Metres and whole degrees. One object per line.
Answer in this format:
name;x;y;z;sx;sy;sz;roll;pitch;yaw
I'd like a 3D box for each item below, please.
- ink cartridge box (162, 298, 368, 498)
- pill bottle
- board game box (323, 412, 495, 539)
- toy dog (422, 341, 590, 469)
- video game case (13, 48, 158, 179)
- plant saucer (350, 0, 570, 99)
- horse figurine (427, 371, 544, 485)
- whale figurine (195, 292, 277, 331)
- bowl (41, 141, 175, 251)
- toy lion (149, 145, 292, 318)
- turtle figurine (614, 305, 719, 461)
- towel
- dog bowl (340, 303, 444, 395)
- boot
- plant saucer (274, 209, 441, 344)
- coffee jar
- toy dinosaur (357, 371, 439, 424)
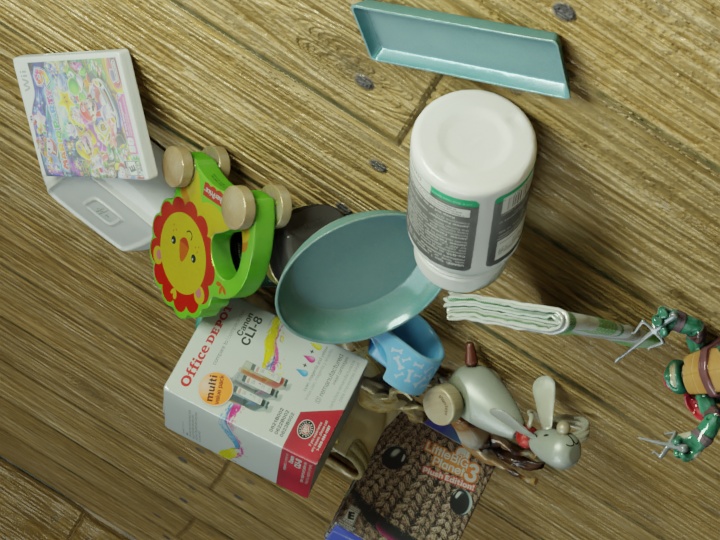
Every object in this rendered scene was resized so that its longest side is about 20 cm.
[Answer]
ink cartridge box;-0.115;0.145;1.707;0.199;0.146;0.145;25;156;5
pill bottle;0.099;-0.067;1.347;0.113;0.113;0.200;25;154;13
board game box;0.070;0.302;1.947;0.159;0.200;0.097;28;155;1
toy dog;0.172;0.148;1.685;0.199;0.132;0.097;14;116;20
video game case;-0.312;-0.174;1.633;0.199;0.018;0.144;5;114;43
plant saucer;0.087;-0.193;1.243;0.199;0.019;0.070;17;151;30
horse figurine;0.160;0.208;1.847;0.132;0.050;0.200;22;161;44
whale figurine;-0.144;0.091;1.869;0.159;0.104;0.200;54;165;-25
bowl;-0.295;-0.098;1.772;0.200;0.075;0.200;40;152;-20
toy lion;-0.168;-0.030;1.603;0.200;0.068;0.192;33;119;45
turtle figurine;0.336;0.098;1.408;0.200;0.100;0.150;-26;84;57
towel;0.195;0.056;1.454;0.149;0.031;0.200;10;178;40
dog bowl;0.016;0.061;1.685;0.200;0.112;0.050;39;113;-14
boot;-0.026;0.153;1.832;0.073;0.156;0.200;4;142;46
plant saucer;0.000;0.000;1.554;0.200;0.199;0.036;68;179;-52
coffee jar;-0.103;-0.026;1.649;0.200;0.104;0.086;-2;104;50
toy dinosaur;0.028;0.146;1.771;0.200;0.058;0.101;30;139;-26
